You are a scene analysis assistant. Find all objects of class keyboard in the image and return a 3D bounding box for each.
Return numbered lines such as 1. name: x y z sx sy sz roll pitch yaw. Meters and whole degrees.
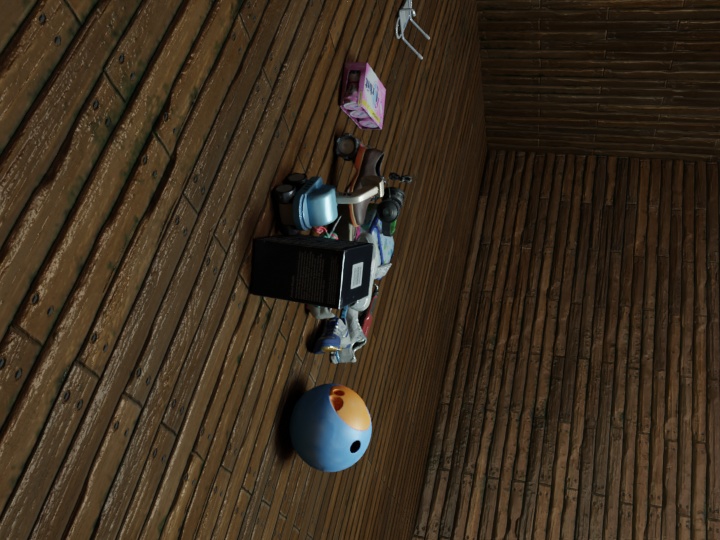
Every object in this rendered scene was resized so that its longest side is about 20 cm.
1. keyboard: -0.003 0.022 1.807 0.197 0.011 0.057 -17 147 -32

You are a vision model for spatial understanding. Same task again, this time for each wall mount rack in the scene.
1. wall mount rack: 0.171 -0.796 2.190 0.175 0.073 0.202 76 28 -48

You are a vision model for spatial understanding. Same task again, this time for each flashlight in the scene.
1. flashlight: -0.013 -0.312 1.802 0.200 0.066 0.070 12 80 -77

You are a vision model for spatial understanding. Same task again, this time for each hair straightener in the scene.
1. hair straightener: 0.004 0.110 1.983 0.040 0.076 0.204 -10 121 -46

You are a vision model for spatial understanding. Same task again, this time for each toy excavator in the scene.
1. toy excavator: -0.064 -0.152 1.460 0.195 0.196 0.102 -57 149 -54

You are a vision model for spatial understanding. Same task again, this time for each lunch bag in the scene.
1. lunch bag: 0.039 -0.084 2.007 0.162 0.081 0.203 -61 151 -45

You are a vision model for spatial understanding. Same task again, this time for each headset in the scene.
1. headset: 0.099 -0.187 1.906 0.125 0.092 0.203 -69 163 -46

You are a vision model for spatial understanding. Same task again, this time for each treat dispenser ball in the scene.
1. treat dispenser ball: -0.071 0.373 1.611 0.200 0.197 0.206 6 90 -72

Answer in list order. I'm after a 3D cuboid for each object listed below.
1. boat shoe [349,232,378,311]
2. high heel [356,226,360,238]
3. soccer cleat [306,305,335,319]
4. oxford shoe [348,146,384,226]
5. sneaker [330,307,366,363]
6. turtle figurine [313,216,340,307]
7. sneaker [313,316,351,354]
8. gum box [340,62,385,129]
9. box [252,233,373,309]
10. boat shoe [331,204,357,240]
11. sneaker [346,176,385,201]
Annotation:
1. boat shoe: -0.001 0.000 1.726 0.071 0.069 0.206 18 77 -64
2. high heel: -0.005 -0.044 1.884 0.097 0.066 0.203 -73 157 -55
3. soccer cleat: -0.078 0.022 1.674 0.069 0.076 0.204 48 51 -67
4. oxford shoe: 0.017 -0.210 1.707 0.071 0.071 0.205 0 99 -72
5. sneaker: -0.019 0.172 1.900 0.075 0.085 0.203 64 35 -57
6. turtle figurine: -0.084 -0.022 1.603 0.150 0.100 0.203 41 71 -42
7. sneaker: -0.079 0.166 1.755 0.200 0.074 0.090 -1 85 -79
8. gum box: 0.008 -0.462 1.796 0.200 0.065 0.116 22 74 -71
9. box: -0.095 -0.003 1.413 0.200 0.194 0.126 -16 114 -70
10. boat shoe: -0.038 -0.091 1.752 0.073 0.073 0.205 20 77 -59
11. sneaker: 0.013 -0.213 1.875 0.075 0.079 0.202 78 25 -43
